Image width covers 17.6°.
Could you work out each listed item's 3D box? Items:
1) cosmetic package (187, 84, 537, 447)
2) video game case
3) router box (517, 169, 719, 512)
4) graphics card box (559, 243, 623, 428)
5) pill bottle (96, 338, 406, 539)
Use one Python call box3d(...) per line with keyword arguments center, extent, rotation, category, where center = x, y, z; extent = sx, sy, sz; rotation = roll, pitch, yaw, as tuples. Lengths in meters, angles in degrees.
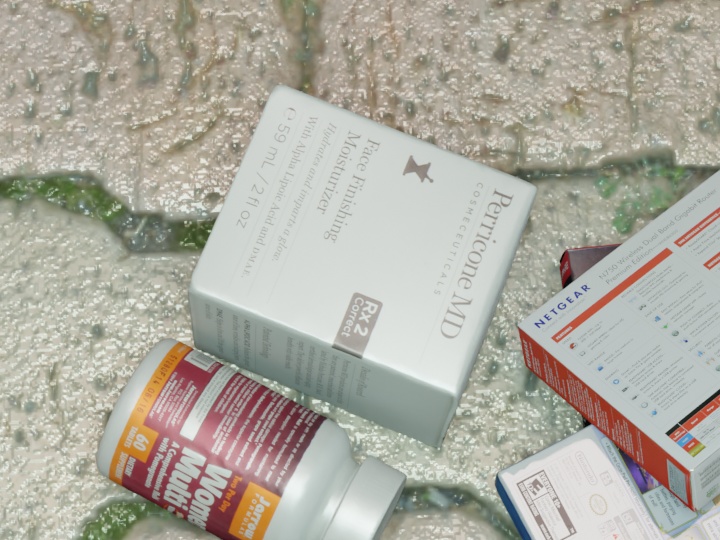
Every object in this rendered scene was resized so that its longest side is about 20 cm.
box3d(center=(0.000, 0.000, 1.639), extent=(0.199, 0.165, 0.166), rotation=(21, 74, 4), category="cosmetic package")
box3d(center=(0.217, 0.190, 1.601), extent=(0.180, 0.045, 0.201), rotation=(-26, 75, -7), category="video game case")
box3d(center=(0.241, 0.043, 1.602), extent=(0.199, 0.049, 0.179), rotation=(-36, 51, -16), category="router box")
box3d(center=(0.219, 0.077, 1.685), extent=(0.124, 0.051, 0.202), rotation=(-5, 75, -5), category="graphics card box")
box3d(center=(-0.075, 0.138, 1.623), extent=(0.199, 0.110, 0.110), rotation=(27, 74, 6), category="pill bottle")
